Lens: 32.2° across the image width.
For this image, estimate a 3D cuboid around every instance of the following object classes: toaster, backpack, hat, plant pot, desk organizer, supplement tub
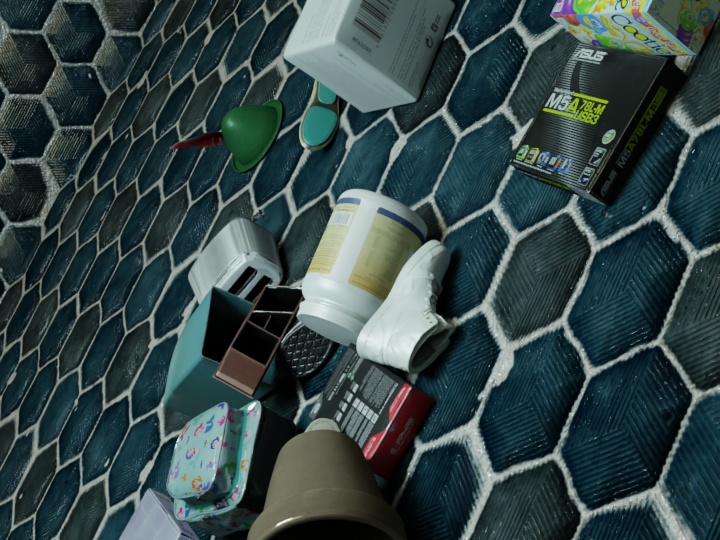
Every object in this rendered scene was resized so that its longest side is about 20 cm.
[{"bbox_3d":[-0.211,0.003,2.185,0.200,0.113,0.130,-47,34,16],"label":"toaster"},{"bbox_3d":[-0.202,0.300,1.863,0.199,0.149,0.180,-33,39,46],"label":"backpack"},{"bbox_3d":[-0.269,-0.306,2.493,0.166,0.175,0.201,-48,30,19],"label":"hat"},{"bbox_3d":[-0.047,0.300,1.549,0.200,0.199,0.176,-44,32,25],"label":"plant pot"},{"bbox_3d":[-0.153,0.096,1.963,0.077,0.071,0.201,-59,3,43],"label":"desk organizer"},{"bbox_3d":[-0.238,0.157,2.063,0.200,0.140,0.143,-44,31,41],"label":"plant pot"},{"bbox_3d":[0.000,0.000,1.812,0.144,0.144,0.202,0,63,57],"label":"supplement tub"}]

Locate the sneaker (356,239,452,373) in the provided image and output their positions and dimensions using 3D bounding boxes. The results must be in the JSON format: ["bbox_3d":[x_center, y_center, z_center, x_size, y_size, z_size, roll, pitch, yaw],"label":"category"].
[{"bbox_3d":[0.094,0.055,1.708,0.115,0.074,0.201,18,66,40],"label":"sneaker"}]

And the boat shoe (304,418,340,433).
[{"bbox_3d":[-0.061,0.302,1.675,0.060,0.071,0.203,115,159,-74],"label":"boat shoe"}]

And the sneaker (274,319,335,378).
[{"bbox_3d":[-0.058,0.080,1.936,0.201,0.071,0.083,-53,5,10],"label":"sneaker"}]

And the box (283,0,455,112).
[{"bbox_3d":[0.015,-0.407,2.115,0.170,0.199,0.201,-1,63,55],"label":"box"}]

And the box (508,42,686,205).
[{"bbox_3d":[0.302,-0.195,1.618,0.195,0.047,0.200,-61,29,2],"label":"box"}]

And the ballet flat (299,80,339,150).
[{"bbox_3d":[-0.070,-0.288,2.301,0.063,0.067,0.202,114,173,-58],"label":"ballet flat"}]

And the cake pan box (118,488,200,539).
[{"bbox_3d":[-0.345,0.474,2.017,0.186,0.052,0.200,-62,28,-2],"label":"cake pan box"}]

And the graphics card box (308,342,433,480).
[{"bbox_3d":[0.011,0.190,1.715,0.127,0.051,0.200,-60,30,0],"label":"graphics card box"}]

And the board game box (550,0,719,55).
[{"bbox_3d":[0.358,-0.348,1.610,0.104,0.104,0.199,-62,28,-5],"label":"board game box"}]
